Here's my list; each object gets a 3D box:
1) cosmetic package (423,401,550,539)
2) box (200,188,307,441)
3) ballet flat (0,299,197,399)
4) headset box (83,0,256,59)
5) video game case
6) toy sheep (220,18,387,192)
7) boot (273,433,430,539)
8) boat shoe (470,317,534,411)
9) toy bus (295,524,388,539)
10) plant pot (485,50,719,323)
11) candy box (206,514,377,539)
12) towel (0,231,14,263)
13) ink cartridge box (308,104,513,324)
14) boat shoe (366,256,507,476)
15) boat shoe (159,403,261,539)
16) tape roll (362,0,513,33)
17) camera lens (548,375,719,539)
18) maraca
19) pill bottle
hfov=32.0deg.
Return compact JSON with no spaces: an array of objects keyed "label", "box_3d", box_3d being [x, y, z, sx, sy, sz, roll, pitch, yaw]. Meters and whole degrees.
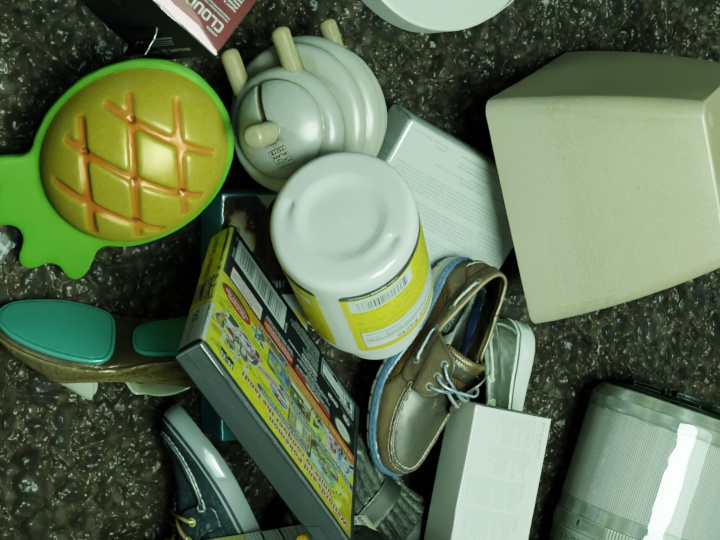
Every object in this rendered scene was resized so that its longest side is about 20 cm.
[{"label":"cosmetic package","box_3d":[0.103,0.219,1.094,0.082,0.050,0.203,13,87,-24]},{"label":"box","box_3d":[-0.088,0.034,1.044,0.081,0.049,0.203,-4,99,-28]},{"label":"ballet flat","box_3d":[-0.186,0.068,0.978,0.197,0.068,0.073,2,133,-9]},{"label":"headset box","box_3d":[-0.114,-0.242,0.935,0.077,0.148,0.201,39,77,-26]},{"label":"video game case","box_3d":[-0.062,0.087,0.946,0.025,0.181,0.201,-27,114,15]},{"label":"toy sheep","box_3d":[-0.045,-0.124,0.994,0.200,0.136,0.140,-30,115,-59]},{"label":"boot","box_3d":[-0.020,0.262,1.097,0.157,0.079,0.213,40,73,-30]},{"label":"boat shoe","box_3d":[0.109,0.142,1.161,0.063,0.070,0.203,11,84,-30]},{"label":"toy bus","box_3d":[0.018,0.314,0.956,0.197,0.136,0.194,12,117,-22]},{"label":"plant pot","box_3d":[0.245,-0.085,1.096,0.200,0.175,0.203,-35,115,-51]},{"label":"candy box","box_3d":[-0.080,0.273,1.004,0.197,0.055,0.117,-6,106,-18]},{"label":"towel","box_3d":[-0.365,-0.013,0.865,0.199,0.085,0.167,39,77,-27]},{"label":"ink cartridge box","box_3d":[0.049,-0.023,1.126,0.161,0.057,0.201,25,105,-29]},{"label":"boat shoe","box_3d":[0.067,0.081,1.070,0.072,0.072,0.203,27,77,-33]},{"label":"boat shoe","box_3d":[-0.134,0.214,1.032,0.090,0.071,0.202,-31,107,-15]},{"label":"tape roll","box_3d":[0.066,-0.309,1.088,0.200,0.037,0.206,-5,99,-29]},{"label":"camera lens","box_3d":[0.277,0.214,1.207,0.158,0.159,0.203,19,88,-29]},{"label":"maraca","box_3d":[-0.189,-0.076,0.946,0.199,0.107,0.138,-32,113,5]},{"label":"pill bottle","box_3d":[0.000,0.000,0.982,0.112,0.111,0.200,-50,160,-13]}]
